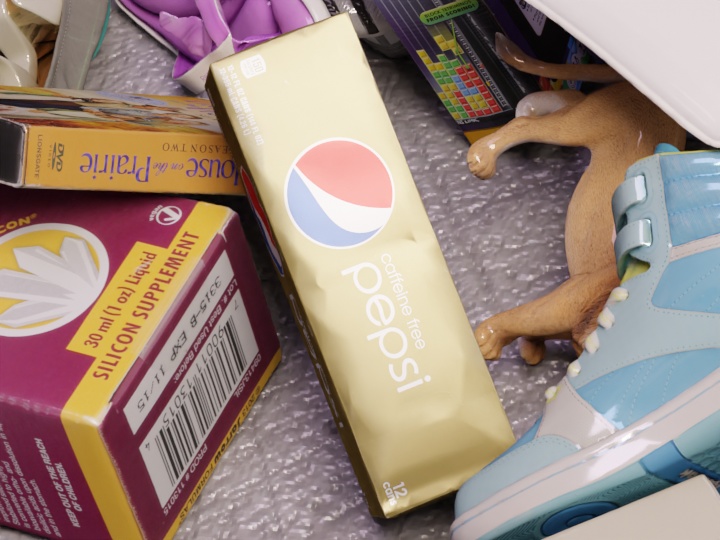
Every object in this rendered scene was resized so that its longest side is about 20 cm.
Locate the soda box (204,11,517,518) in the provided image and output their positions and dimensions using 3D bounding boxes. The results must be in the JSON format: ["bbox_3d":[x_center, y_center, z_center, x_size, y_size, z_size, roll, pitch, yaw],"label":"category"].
[{"bbox_3d":[0.000,0.000,1.091,0.064,0.068,0.201,-22,88,-6],"label":"soda box"}]

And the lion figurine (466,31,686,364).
[{"bbox_3d":[0.112,-0.022,1.125,0.122,0.072,0.201,-15,72,33],"label":"lion figurine"}]

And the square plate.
[{"bbox_3d":[0.165,-0.140,1.098,0.200,0.029,0.198,-32,47,-16],"label":"square plate"}]

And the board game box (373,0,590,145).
[{"bbox_3d":[0.061,-0.185,1.259,0.057,0.165,0.200,-13,40,34],"label":"board game box"}]

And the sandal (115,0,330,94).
[{"bbox_3d":[-0.080,-0.120,1.298,0.050,0.083,0.202,-19,29,-30],"label":"sandal"}]

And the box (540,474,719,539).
[{"bbox_3d":[0.058,0.159,0.995,0.199,0.082,0.068,-22,46,-4],"label":"box"}]

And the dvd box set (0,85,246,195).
[{"bbox_3d":[-0.106,-0.059,1.177,0.199,0.030,0.146,1,11,-40],"label":"dvd box set"}]

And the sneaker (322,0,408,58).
[{"bbox_3d":[-0.016,-0.194,1.320,0.075,0.115,0.201,-19,73,8],"label":"sneaker"}]

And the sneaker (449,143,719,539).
[{"bbox_3d":[0.109,0.028,1.037,0.200,0.080,0.131,-30,61,15],"label":"sneaker"}]

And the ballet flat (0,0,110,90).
[{"bbox_3d":[-0.168,-0.103,1.309,0.067,0.064,0.201,-23,41,27],"label":"ballet flat"}]

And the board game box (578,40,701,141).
[{"bbox_3d":[0.201,-0.079,1.144,0.199,0.135,0.035,16,79,28],"label":"board game box"}]

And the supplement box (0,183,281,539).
[{"bbox_3d":[-0.155,0.031,1.158,0.199,0.103,0.131,11,52,25],"label":"supplement box"}]
